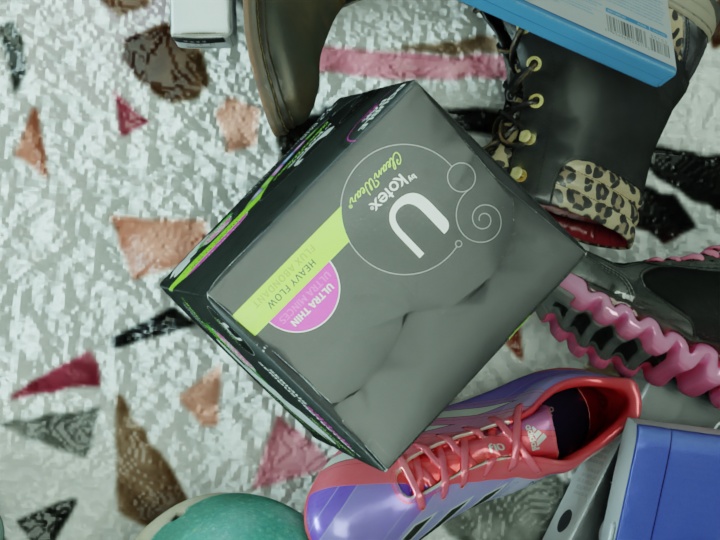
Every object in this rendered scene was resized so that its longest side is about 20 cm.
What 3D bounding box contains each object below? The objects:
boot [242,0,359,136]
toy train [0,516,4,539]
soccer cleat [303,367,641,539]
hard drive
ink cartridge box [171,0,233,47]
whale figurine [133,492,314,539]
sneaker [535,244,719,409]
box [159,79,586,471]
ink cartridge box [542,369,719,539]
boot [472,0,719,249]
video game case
[{"bbox_3d":[-0.006,-0.161,1.235,0.097,0.075,0.200,-4,63,9],"label":"boot"},{"bbox_3d":[-0.229,0.169,1.265,0.200,0.085,0.114,39,97,-13],"label":"toy train"},{"bbox_3d":[0.059,0.097,1.287,0.200,0.076,0.067,-19,88,-34],"label":"soccer cleat"},{"bbox_3d":[0.226,0.156,1.325,0.200,0.025,0.132,8,100,-15],"label":"hard drive"},{"bbox_3d":[-0.082,-0.216,1.264,0.037,0.095,0.200,0,92,-2],"label":"ink cartridge box"},{"bbox_3d":[-0.047,0.212,1.280,0.159,0.104,0.200,-34,109,-33],"label":"whale figurine"},{"bbox_3d":[0.184,0.017,1.311,0.200,0.079,0.096,22,73,-14],"label":"sneaker"},{"bbox_3d":[0.000,0.000,1.241,0.124,0.200,0.149,44,84,-9],"label":"box"},{"bbox_3d":[0.208,0.156,1.368,0.198,0.043,0.200,28,87,-11],"label":"ink cartridge box"},{"bbox_3d":[0.086,-0.109,1.313,0.200,0.073,0.151,21,78,-18],"label":"boot"},{"bbox_3d":[0.097,-0.202,1.272,0.143,0.018,0.200,19,53,-32],"label":"video game case"}]
